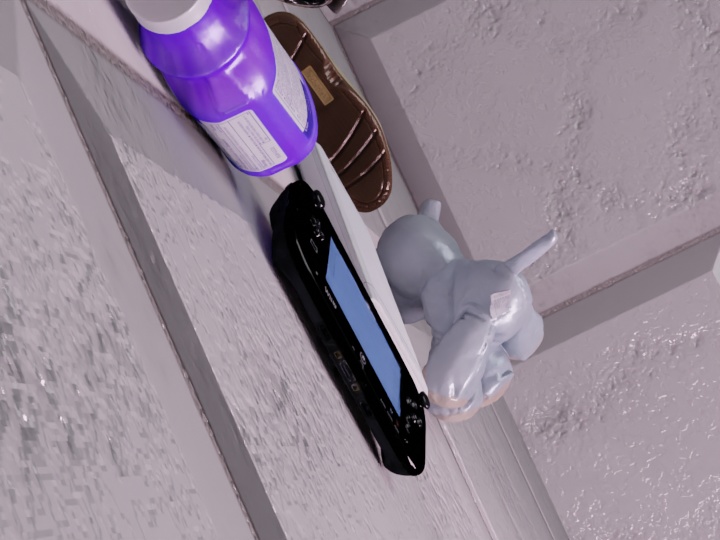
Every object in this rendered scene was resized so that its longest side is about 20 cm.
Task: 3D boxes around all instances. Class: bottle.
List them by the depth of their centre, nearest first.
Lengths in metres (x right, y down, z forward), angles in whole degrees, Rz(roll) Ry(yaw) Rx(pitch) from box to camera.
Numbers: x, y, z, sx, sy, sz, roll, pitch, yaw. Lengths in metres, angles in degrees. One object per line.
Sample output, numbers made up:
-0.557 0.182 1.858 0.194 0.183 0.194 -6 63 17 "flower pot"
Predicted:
-0.080 -0.122 1.001 0.200 0.065 0.084 51 17 -69 "bottle"

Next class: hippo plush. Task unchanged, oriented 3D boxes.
0.069 0.031 1.595 0.160 0.159 0.200 34 -24 22 "hippo plush"

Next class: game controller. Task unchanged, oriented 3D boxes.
-0.004 0.039 1.133 0.201 0.042 0.104 62 6 -23 "game controller"

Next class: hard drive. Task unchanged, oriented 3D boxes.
0.000 0.000 1.453 0.132 0.027 0.201 60 6 -44 "hard drive"

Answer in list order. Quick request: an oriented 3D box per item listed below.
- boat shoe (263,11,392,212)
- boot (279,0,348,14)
-0.032 -0.150 1.613 0.203 0.074 0.075 63 -1 -12 "boat shoe"
-0.098 -0.226 0.930 0.199 0.069 0.175 22 31 -32 "boot"
